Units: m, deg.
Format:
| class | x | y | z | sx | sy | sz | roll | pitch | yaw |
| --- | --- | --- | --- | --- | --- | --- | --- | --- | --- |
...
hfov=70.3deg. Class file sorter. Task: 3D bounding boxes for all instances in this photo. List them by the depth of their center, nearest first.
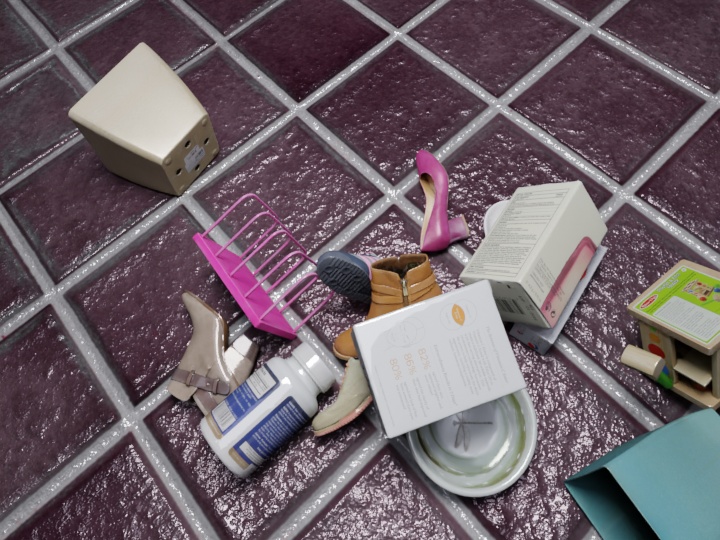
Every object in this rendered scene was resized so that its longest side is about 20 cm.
| class | x | y | z | sx | sy | sz | roll | pitch | yaw |
| --- | --- | --- | --- | --- | --- | --- | --- | --- | --- |
| file sorter | -0.153 | -0.008 | 0.863 | 0.125 | 0.139 | 0.200 | -42 | 67 | 2 |

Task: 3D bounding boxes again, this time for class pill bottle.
| class | x | y | z | sx | sy | sz | roll | pitch | yaw |
| --- | --- | --- | --- | --- | --- | --- | --- | --- | --- |
| pill bottle | -0.136 | 0.207 | 0.790 | 0.199 | 0.111 | 0.111 | -40 | 67 | -13 |

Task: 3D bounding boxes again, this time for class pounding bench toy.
| class | x | y | z | sx | sy | sz | roll | pitch | yaw |
| --- | --- | --- | --- | --- | --- | --- | --- | --- | --- |
| pounding bench toy | 0.464 | 0.120 | 0.742 | 0.199 | 0.157 | 0.124 | -35 | 34 | -11 |

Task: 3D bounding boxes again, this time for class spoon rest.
| class | x | y | z | sx | sy | sz | roll | pitch | yaw |
| --- | --- | --- | --- | --- | --- | --- | --- | --- | --- |
| spoon rest | 0.248 | -0.042 | 0.899 | 0.098 | 0.061 | 0.202 | 24 | 70 | 15 |

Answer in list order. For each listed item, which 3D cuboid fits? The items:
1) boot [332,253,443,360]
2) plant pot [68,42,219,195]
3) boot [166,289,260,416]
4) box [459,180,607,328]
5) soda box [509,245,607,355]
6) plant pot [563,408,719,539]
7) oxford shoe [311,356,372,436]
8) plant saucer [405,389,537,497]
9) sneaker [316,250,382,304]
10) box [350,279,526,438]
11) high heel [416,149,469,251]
| class | x | y | z | sx | sy | sz | roll | pitch | yaw |
| --- | --- | --- | --- | --- | --- | --- | --- | --- | --- |
| boot | 0.034 | 0.059 | 0.807 | 0.197 | 0.157 | 0.077 | -13 | 40 | 8 |
| plant pot | -0.396 | -0.271 | 1.005 | 0.176 | 0.200 | 0.201 | 33 | 71 | 7 |
| boot | -0.270 | 0.143 | 0.858 | 0.199 | 0.070 | 0.147 | 33 | 74 | 19 |
| box | 0.271 | -0.026 | 0.801 | 0.201 | 0.109 | 0.127 | -52 | 26 | -18 |
| soda box | 0.329 | 0.035 | 0.853 | 0.068 | 0.064 | 0.201 | 31 | 71 | 18 |
| plant pot | 0.418 | 0.286 | 0.688 | 0.198 | 0.142 | 0.142 | -27 | 65 | -16 |
| oxford shoe | -0.006 | 0.176 | 0.798 | 0.199 | 0.071 | 0.074 | -40 | 90 | -3 |
| plant saucer | 0.163 | 0.231 | 0.775 | 0.196 | 0.050 | 0.204 | 0 | 74 | 0 |
| sneaker | 0.000 | 0.000 | 0.849 | 0.070 | 0.199 | 0.083 | -35 | 48 | 27 |
| box | 0.102 | 0.122 | 0.718 | 0.197 | 0.106 | 0.155 | -17 | 80 | -6 |
| high heel | 0.121 | -0.131 | 0.951 | 0.094 | 0.067 | 0.203 | -17 | 77 | -14 |
